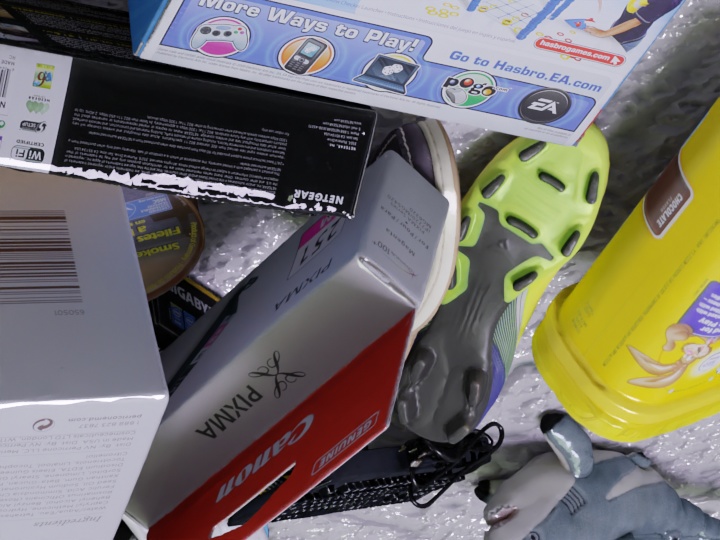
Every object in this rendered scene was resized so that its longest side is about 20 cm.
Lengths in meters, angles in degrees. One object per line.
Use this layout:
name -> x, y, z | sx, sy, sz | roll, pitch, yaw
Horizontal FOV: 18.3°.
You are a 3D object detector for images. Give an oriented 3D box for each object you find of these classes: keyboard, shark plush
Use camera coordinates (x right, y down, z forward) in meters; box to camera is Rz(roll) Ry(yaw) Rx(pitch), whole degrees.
keyboard -> 0.017, 0.126, 1.259 | 0.104, 0.040, 0.200 | -34, 164, 25
shark plush -> 0.153, 0.161, 1.374 | 0.199, 0.084, 0.091 | 21, 133, -37

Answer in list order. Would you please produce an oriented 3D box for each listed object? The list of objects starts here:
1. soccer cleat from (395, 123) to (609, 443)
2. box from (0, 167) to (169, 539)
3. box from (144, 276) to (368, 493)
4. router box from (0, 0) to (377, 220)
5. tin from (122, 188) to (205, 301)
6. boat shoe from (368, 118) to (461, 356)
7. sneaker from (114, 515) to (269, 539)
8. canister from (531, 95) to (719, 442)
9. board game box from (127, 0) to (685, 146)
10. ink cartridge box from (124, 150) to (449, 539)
soccer cleat -> 0.069, -0.002, 1.152 | 0.064, 0.084, 0.201 | 24, 119, -1
box -> -0.170, 0.052, 1.005 | 0.106, 0.153, 0.200 | -1, 143, -22
box -> -0.113, 0.081, 1.219 | 0.159, 0.050, 0.200 | -27, 142, 24
router box -> -0.112, -0.076, 0.919 | 0.199, 0.149, 0.051 | 8, 104, -25
tin -> -0.174, -0.012, 1.082 | 0.199, 0.042, 0.112 | -14, 141, 3
boat shoe -> 0.000, 0.000, 1.121 | 0.064, 0.072, 0.200 | -2, 147, -17
sneaker -> -0.116, 0.141, 1.188 | 0.075, 0.087, 0.200 | -31, 142, 23
canister -> 0.192, -0.015, 1.116 | 0.148, 0.087, 0.200 | -15, 150, -40
board game box -> 0.038, -0.144, 0.839 | 0.199, 0.056, 0.196 | 10, 139, -25
ink cartridge box -> -0.051, 0.057, 1.019 | 0.044, 0.174, 0.200 | 41, 122, -14
